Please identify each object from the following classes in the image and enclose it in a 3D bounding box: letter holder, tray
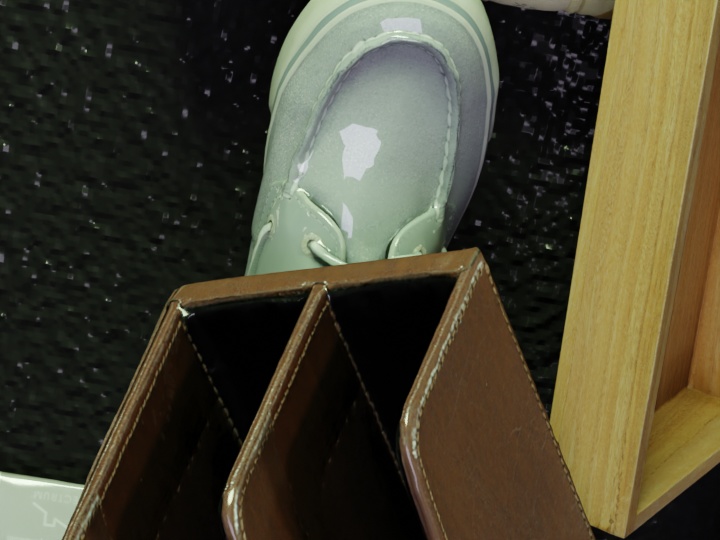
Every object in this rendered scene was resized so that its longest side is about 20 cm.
[{"bbox_3d":[0.004,0.119,0.744,0.100,0.142,0.201,-7,125,24],"label":"letter holder"},{"bbox_3d":[0.104,-0.028,0.793,0.037,0.098,0.201,22,120,27],"label":"tray"}]

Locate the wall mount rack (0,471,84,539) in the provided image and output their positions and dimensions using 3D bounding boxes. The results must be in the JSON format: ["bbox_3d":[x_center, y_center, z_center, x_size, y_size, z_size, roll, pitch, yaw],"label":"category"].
[{"bbox_3d":[-0.126,0.125,0.837,0.199,0.075,0.175,8,82,-7],"label":"wall mount rack"}]

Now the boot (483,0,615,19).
[{"bbox_3d":[0.011,-0.165,0.734,0.154,0.073,0.201,1,126,-3],"label":"boot"}]

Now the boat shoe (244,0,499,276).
[{"bbox_3d":[-0.001,0.000,0.793,0.070,0.072,0.202,7,131,-10],"label":"boat shoe"}]
